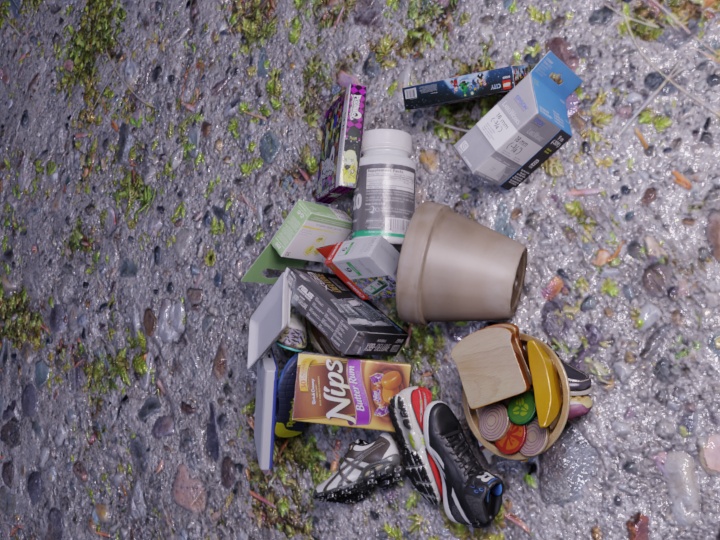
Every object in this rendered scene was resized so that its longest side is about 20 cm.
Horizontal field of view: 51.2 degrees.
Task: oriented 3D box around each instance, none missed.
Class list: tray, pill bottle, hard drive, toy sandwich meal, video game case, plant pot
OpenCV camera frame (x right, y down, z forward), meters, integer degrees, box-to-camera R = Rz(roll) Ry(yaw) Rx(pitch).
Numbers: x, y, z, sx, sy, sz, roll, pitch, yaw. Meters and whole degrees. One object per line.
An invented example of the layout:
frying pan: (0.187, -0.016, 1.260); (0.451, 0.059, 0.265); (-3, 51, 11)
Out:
tray: (-0.161, 0.095, 1.331); (0.200, 0.022, 0.108); (132, 142, -52)
pill bottle: (0.043, -0.140, 1.335); (0.112, 0.113, 0.202); (-3, 82, 36)
hard drive: (-0.180, 0.253, 1.424); (0.132, 0.025, 0.202); (-126, 38, -67)
toy sandwich meal: (0.214, 0.176, 1.107); (0.204, 0.070, 0.207); (-10, 75, 42)
video game case: (-0.038, -0.226, 1.383); (0.200, 0.035, 0.183); (171, 106, -75)
plant pot: (0.168, 0.003, 1.195); (0.172, 0.200, 0.202); (13, 92, 19)

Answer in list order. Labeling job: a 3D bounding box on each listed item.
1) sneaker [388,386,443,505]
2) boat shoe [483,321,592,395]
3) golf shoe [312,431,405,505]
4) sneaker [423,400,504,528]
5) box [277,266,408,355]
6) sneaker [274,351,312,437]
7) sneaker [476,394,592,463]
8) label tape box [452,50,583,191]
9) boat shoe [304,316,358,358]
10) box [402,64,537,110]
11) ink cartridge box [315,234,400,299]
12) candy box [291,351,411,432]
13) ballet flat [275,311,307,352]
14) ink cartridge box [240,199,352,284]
sneaker: (0.116, 0.290, 1.250); (0.077, 0.084, 0.202); (-6, 100, 63)
boat shoe: (0.264, 0.134, 1.155); (0.199, 0.072, 0.063); (21, 113, 41)
golf shoe: (-0.005, 0.355, 1.341); (0.199, 0.078, 0.095); (-30, 50, 28)
sneaker: (0.171, 0.302, 1.180); (0.112, 0.073, 0.202); (-13, 93, 55)
box: (-0.033, 0.073, 1.335); (0.200, 0.157, 0.050); (40, 107, 34)
sneaker: (-0.129, 0.220, 1.411); (0.083, 0.073, 0.201); (-109, 32, -51)
sneaker: (0.269, 0.243, 1.150); (0.199, 0.075, 0.091); (-21, 80, 39)
label tape box: (0.261, -0.223, 1.164); (0.200, 0.144, 0.064); (-44, 61, 24)
boat shoe: (-0.036, 0.143, 1.388); (0.074, 0.075, 0.201); (-31, 73, 21)
box: (0.187, -0.301, 1.232); (0.199, 0.136, 0.038); (-2, 102, 36)
ink cartridge box: (0.000, 0.000, 1.316); (0.199, 0.109, 0.051); (-8, 45, 53)
candy box: (-0.015, 0.210, 1.306); (0.198, 0.056, 0.118); (5, 87, 4)
ballet flat: (-0.133, 0.110, 1.405); (0.200, 0.071, 0.073); (167, 110, -80)
ink cartridge box: (-0.116, -0.035, 1.417); (0.048, 0.145, 0.201); (47, 111, 28)
